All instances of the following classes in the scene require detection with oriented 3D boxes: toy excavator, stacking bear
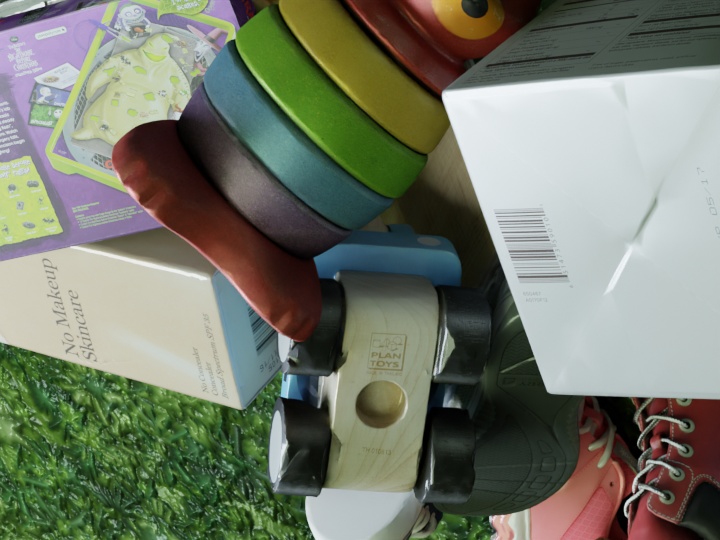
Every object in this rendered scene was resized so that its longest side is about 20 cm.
[{"bbox_3d":[0.000,0.000,1.166,0.099,0.200,0.196,3,110,-11],"label":"toy excavator"},{"bbox_3d":[0.000,-0.088,1.027,0.121,0.114,0.200,43,102,-16],"label":"stacking bear"}]

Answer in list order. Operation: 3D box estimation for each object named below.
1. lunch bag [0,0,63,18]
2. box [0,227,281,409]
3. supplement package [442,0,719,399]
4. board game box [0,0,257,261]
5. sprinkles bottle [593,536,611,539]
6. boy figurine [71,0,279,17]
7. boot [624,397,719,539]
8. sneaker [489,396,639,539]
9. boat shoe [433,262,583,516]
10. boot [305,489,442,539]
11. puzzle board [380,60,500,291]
[{"bbox_3d":[-0.110,-0.107,1.279,0.199,0.118,0.165,-11,114,40],"label":"lunch bag"},{"bbox_3d":[-0.132,-0.002,1.236,0.199,0.078,0.095,12,132,31],"label":"box"},{"bbox_3d":[0.168,-0.059,0.994,0.150,0.200,0.152,-1,119,42],"label":"supplement package"},{"bbox_3d":[-0.131,-0.075,1.133,0.199,0.032,0.120,-11,118,23],"label":"board game box"},{"bbox_3d":[0.213,0.185,1.209,0.199,0.068,0.069,4,123,26],"label":"sprinkles bottle"},{"bbox_3d":[-0.045,-0.124,1.131,0.199,0.065,0.125,9,125,10],"label":"boy figurine"},{"bbox_3d":[0.150,0.064,1.147,0.200,0.144,0.072,51,140,1],"label":"boot"},{"bbox_3d":[0.116,0.092,1.273,0.086,0.074,0.201,3,123,19],"label":"sneaker"},{"bbox_3d":[0.078,0.060,1.180,0.074,0.065,0.202,3,141,-6],"label":"boat shoe"},{"bbox_3d":[0.020,0.129,1.296,0.072,0.200,0.091,-17,115,14],"label":"boot"},{"bbox_3d":[0.034,-0.030,1.223,0.200,0.017,0.151,114,145,-47],"label":"puzzle board"}]
